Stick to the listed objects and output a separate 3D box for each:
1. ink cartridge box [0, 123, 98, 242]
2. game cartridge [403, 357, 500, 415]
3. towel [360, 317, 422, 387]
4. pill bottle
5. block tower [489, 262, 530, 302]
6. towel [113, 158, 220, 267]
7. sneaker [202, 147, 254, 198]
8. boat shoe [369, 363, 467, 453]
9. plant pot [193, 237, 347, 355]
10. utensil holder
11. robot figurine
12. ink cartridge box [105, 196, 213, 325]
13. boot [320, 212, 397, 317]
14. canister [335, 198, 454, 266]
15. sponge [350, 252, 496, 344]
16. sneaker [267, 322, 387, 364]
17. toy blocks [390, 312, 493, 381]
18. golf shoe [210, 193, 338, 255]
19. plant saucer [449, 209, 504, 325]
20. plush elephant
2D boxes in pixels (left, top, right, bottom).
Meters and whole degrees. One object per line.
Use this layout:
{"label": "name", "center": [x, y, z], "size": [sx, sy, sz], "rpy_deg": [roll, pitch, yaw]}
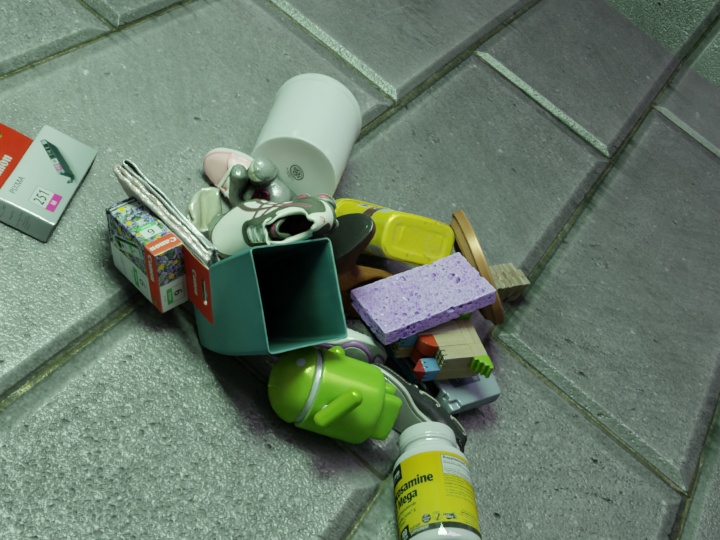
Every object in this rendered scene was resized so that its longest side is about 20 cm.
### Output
{"label": "ink cartridge box", "center": [-0.505, -0.151, 1.582], "size": [0.173, 0.044, 0.201], "rpy_deg": [27, 38, -12]}
{"label": "game cartridge", "center": [0.134, 0.141, 1.724], "size": [0.133, 0.042, 0.201], "rpy_deg": [-5, 50, -45]}
{"label": "towel", "center": [0.080, 0.100, 1.776], "size": [0.146, 0.022, 0.200], "rpy_deg": [-13, 58, -45]}
{"label": "pill bottle", "center": [0.103, 0.317, 1.484], "size": [0.112, 0.113, 0.201], "rpy_deg": [18, 40, -21]}
{"label": "block tower", "center": [0.216, 0.031, 1.927], "size": [0.199, 0.058, 0.054], "rpy_deg": [-6, 54, -43]}
{"label": "towel", "center": [-0.275, -0.067, 1.572], "size": [0.200, 0.191, 0.032], "rpy_deg": [44, 80, 7]}
{"label": "sneaker", "center": [-0.186, -0.121, 1.764], "size": [0.200, 0.075, 0.105], "rpy_deg": [37, 32, -5]}
{"label": "boat shoe", "center": [0.082, 0.209, 1.616], "size": [0.200, 0.074, 0.060], "rpy_deg": [41, 37, 3]}
{"label": "plant pot", "center": [-0.143, 0.046, 1.503], "size": [0.141, 0.199, 0.143], "rpy_deg": [-9, 88, -41]}
{"label": "utensil holder", "center": [-0.096, -0.222, 1.869], "size": [0.169, 0.170, 0.201], "rpy_deg": [27, 39, -10]}
{"label": "robot figurine", "center": [-0.043, 0.176, 1.520], "size": [0.199, 0.116, 0.176], "rpy_deg": [20, 17, -17]}
{"label": "ink cartridge box", "center": [-0.282, -0.006, 1.491], "size": [0.050, 0.110, 0.200], "rpy_deg": [-27, 49, -29]}
{"label": "boot", "center": [0.000, 0.000, 1.642], "size": [0.199, 0.188, 0.069], "rpy_deg": [21, 31, -48]}
{"label": "canister", "center": [0.047, -0.061, 1.780], "size": [0.148, 0.087, 0.200], "rpy_deg": [12, 3, -30]}
{"label": "sponge", "center": [0.096, 0.041, 1.645], "size": [0.199, 0.030, 0.112], "rpy_deg": [-19, 43, -20]}
{"label": "sneaker", "center": [-0.047, 0.094, 1.640], "size": [0.199, 0.075, 0.100], "rpy_deg": [21, 35, -21]}
{"label": "toy blocks", "center": [0.104, 0.097, 1.662], "size": [0.136, 0.100, 0.201], "rpy_deg": [-4, 48, -23]}
{"label": "golf shoe", "center": [-0.131, -0.064, 1.504], "size": [0.088, 0.198, 0.078], "rpy_deg": [-41, 116, -70]}
{"label": "plant saucer", "center": [0.190, -0.002, 1.776], "size": [0.032, 0.201, 0.201], "rpy_deg": [-20, 53, 0]}
{"label": "plush elephant", "center": [-0.172, -0.075, 1.631], "size": [0.165, 0.155, 0.200], "rpy_deg": [41, -12, -31]}
